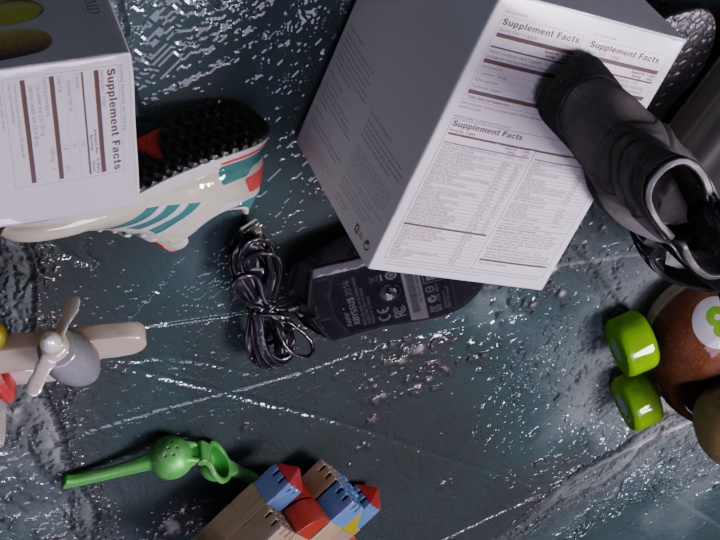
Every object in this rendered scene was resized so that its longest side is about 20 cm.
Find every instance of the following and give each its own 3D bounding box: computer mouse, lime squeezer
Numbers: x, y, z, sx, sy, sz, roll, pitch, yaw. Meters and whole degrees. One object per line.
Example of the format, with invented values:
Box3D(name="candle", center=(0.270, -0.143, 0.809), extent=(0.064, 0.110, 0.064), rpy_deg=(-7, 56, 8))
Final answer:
Box3D(name="computer mouse", center=(0.000, 0.000, 1.031), extent=(0.197, 0.053, 0.140), rpy_deg=(-11, 131, -2))
Box3D(name="lime squeezer", center=(-0.142, 0.169, 1.115), extent=(0.198, 0.038, 0.071), rpy_deg=(8, 125, -31))

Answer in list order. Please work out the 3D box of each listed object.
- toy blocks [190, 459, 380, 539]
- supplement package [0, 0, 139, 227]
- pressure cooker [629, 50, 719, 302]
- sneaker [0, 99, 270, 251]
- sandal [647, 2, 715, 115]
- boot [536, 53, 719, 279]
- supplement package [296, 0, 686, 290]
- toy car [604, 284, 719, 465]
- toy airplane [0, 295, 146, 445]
Box3D(name="toy blocks", center=(-0.053, 0.227, 1.164), extent=(0.137, 0.100, 0.200), rpy_deg=(-42, 145, 2))
Box3D(name="supplement package", center=(-0.239, -0.098, 0.789), extent=(0.198, 0.114, 0.110), rpy_deg=(-11, 133, -17))
Box3D(name="pressure cooker", center=(0.302, -0.064, 1.015), extent=(0.175, 0.179, 0.201), rpy_deg=(35, 119, 4))
Box3D(name="sneaker", center=(-0.149, -0.042, 0.891), extent=(0.198, 0.070, 0.094), rpy_deg=(-23, 139, -28))
Box3D(name="sandal", center=(0.191, -0.132, 1.013), extent=(0.074, 0.045, 0.201), rpy_deg=(10, 138, -24))
Box3D(name="boot", center=(0.190, -0.037, 0.816), extent=(0.070, 0.132, 0.199), rpy_deg=(-47, 137, 14))
Box3D(name="supplement package", center=(0.078, -0.117, 0.889), extent=(0.149, 0.152, 0.201), rpy_deg=(7, 125, -31))
Box3D(name="toy car", center=(0.333, 0.114, 1.171), extent=(0.163, 0.201, 0.159), rpy_deg=(-22, 134, -5))
Box3D(name="toy airplane", center=(-0.271, 0.059, 0.887), extent=(0.198, 0.142, 0.200), rpy_deg=(27, 128, -29))
